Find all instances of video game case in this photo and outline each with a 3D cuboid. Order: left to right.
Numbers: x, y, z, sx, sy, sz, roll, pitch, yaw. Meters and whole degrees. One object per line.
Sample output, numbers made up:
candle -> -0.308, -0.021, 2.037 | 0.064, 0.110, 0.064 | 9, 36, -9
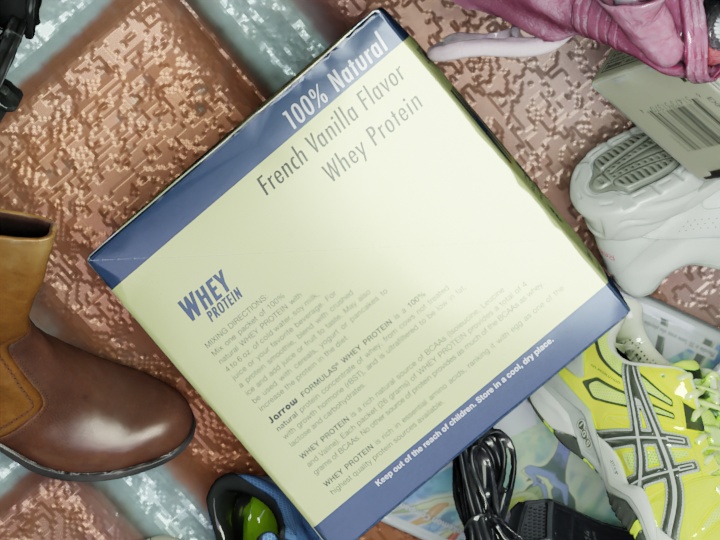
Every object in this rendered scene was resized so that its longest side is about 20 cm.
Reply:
video game case -> 0.113, 0.090, 1.385 | 0.200, 0.022, 0.183 | 25, 101, -11

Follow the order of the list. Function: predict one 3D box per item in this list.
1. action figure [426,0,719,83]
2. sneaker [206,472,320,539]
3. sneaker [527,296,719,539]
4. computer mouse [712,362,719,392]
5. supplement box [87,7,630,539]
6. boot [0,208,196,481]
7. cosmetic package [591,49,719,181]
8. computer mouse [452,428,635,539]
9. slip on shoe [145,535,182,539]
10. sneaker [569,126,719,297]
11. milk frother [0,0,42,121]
action figure -> 0.115, -0.127, 1.149 | 0.200, 0.134, 0.149 | 30, 120, 27
sneaker -> -0.038, 0.188, 1.303 | 0.079, 0.200, 0.089 | -45, 137, 18
sneaker -> 0.166, 0.093, 1.285 | 0.075, 0.200, 0.076 | 1, 127, -49
computer mouse -> 0.212, 0.079, 1.319 | 0.044, 0.110, 0.200 | -2, 126, -42
supplement box -> 0.000, 0.000, 1.280 | 0.200, 0.134, 0.200 | -40, 94, 5
boot -> -0.170, 0.025, 1.268 | 0.188, 0.069, 0.200 | 17, 145, 0
cosmetic package -> 0.221, -0.152, 1.255 | 0.087, 0.103, 0.200 | 39, 73, -15
computer mouse -> 0.118, 0.173, 1.340 | 0.200, 0.139, 0.053 | 30, 125, -31
slip on shoe -> -0.052, 0.225, 1.383 | 0.200, 0.061, 0.076 | 40, 98, -14
sneaker -> 0.212, -0.052, 1.342 | 0.200, 0.078, 0.099 | -24, 130, -5
milk frother -> -0.251, -0.148, 1.204 | 0.188, 0.200, 0.181 | 8, 106, -6
